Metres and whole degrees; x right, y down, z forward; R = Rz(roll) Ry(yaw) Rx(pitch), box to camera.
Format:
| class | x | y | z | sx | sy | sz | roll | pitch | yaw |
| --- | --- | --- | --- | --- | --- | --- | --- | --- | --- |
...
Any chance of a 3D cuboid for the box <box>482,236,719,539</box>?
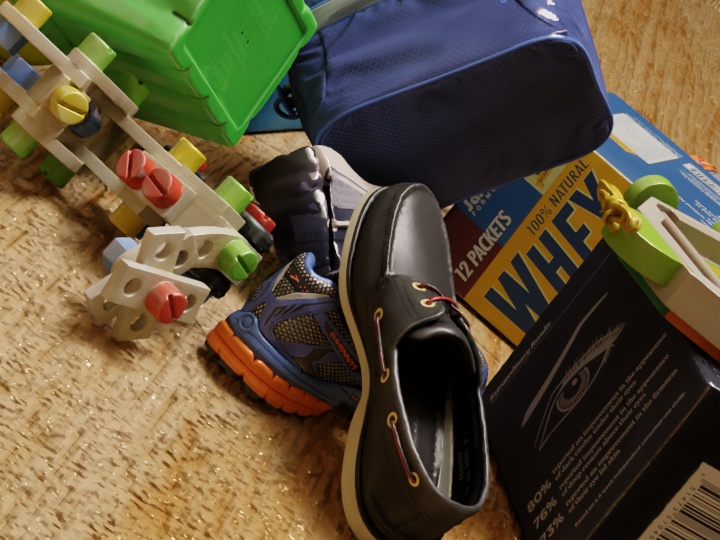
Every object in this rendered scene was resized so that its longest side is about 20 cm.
| class | x | y | z | sx | sy | sz | roll | pitch | yaw |
| --- | --- | --- | --- | --- | --- | --- | --- | --- | --- |
| box | 0.160 | 0.090 | 1.261 | 0.104 | 0.148 | 0.200 | 29 | 20 | -21 |

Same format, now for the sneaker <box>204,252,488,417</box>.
| class | x | y | z | sx | sy | sz | roll | pitch | yaw |
| --- | --- | --- | --- | --- | --- | --- | --- | --- | --- |
| sneaker | 0.010 | 0.039 | 1.218 | 0.200 | 0.079 | 0.075 | 12 | 31 | -53 |

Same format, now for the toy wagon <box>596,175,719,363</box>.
| class | x | y | z | sx | sy | sz | roll | pitch | yaw |
| --- | --- | --- | --- | --- | --- | --- | --- | --- | --- |
| toy wagon | 0.189 | 0.008 | 1.217 | 0.199 | 0.040 | 0.155 | 24 | 21 | -35 |

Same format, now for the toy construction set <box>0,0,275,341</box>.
| class | x | y | z | sx | sy | sz | roll | pitch | yaw |
| --- | --- | --- | --- | --- | --- | --- | --- | --- | --- |
| toy construction set | -0.116 | -0.046 | 1.170 | 0.200 | 0.092 | 0.131 | 59 | 7 | 35 |

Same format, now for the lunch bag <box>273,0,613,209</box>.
| class | x | y | z | sx | sy | sz | roll | pitch | yaw |
| --- | --- | --- | --- | --- | --- | --- | --- | --- | --- |
| lunch bag | 0.041 | -0.127 | 1.398 | 0.136 | 0.199 | 0.133 | 62 | 10 | -56 |

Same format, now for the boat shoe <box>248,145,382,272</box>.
| class | x | y | z | sx | sy | sz | roll | pitch | yaw |
| --- | --- | --- | --- | --- | --- | --- | --- | --- | --- |
| boat shoe | 0.000 | 0.000 | 1.340 | 0.200 | 0.074 | 0.093 | 25 | 47 | -60 |

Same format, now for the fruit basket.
| class | x | y | z | sx | sy | sz | roll | pitch | yaw |
| --- | --- | --- | --- | --- | --- | --- | --- | --- | --- |
| fruit basket | -0.147 | -0.170 | 1.297 | 0.215 | 0.156 | 0.216 | 34 | -8 | 5 |

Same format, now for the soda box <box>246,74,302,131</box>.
| class | x | y | z | sx | sy | sz | roll | pitch | yaw |
| --- | --- | --- | --- | --- | --- | --- | --- | --- | --- |
| soda box | -0.049 | -0.142 | 1.572 | 0.064 | 0.068 | 0.200 | 41 | 18 | 15 |

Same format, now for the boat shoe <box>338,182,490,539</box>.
| class | x | y | z | sx | sy | sz | roll | pitch | yaw |
| --- | --- | --- | --- | --- | --- | --- | --- | --- | --- |
| boat shoe | 0.031 | 0.041 | 1.135 | 0.073 | 0.063 | 0.202 | 26 | 50 | -35 |

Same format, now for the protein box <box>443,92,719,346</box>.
| class | x | y | z | sx | sy | sz | roll | pitch | yaw |
| --- | --- | --- | --- | --- | --- | --- | --- | --- | --- |
| protein box | 0.178 | -0.007 | 1.554 | 0.198 | 0.135 | 0.200 | 41 | 18 | 13 |

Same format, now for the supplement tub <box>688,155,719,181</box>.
| class | x | y | z | sx | sy | sz | roll | pitch | yaw |
| --- | --- | --- | --- | --- | --- | --- | --- | --- | --- |
| supplement tub | 0.293 | 0.010 | 1.748 | 0.122 | 0.123 | 0.200 | 12 | 30 | -52 |
